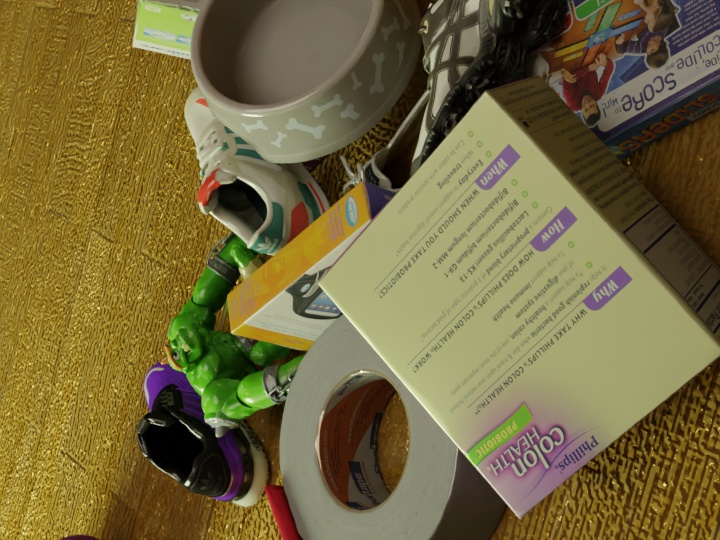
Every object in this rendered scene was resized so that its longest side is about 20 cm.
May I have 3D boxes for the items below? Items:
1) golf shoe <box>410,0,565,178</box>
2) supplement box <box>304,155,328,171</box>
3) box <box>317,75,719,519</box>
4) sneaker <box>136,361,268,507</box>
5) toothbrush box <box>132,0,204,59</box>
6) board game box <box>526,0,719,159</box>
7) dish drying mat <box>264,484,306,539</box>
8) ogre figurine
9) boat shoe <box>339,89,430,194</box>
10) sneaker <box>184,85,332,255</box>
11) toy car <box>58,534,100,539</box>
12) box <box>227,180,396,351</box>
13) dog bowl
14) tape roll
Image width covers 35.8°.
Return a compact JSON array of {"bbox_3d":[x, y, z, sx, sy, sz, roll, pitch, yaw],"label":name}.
[{"bbox_3d":[0.078,-0.142,0.798,0.094,0.077,0.202,26,92,52],"label":"golf shoe"},{"bbox_3d":[-0.065,-0.150,1.016,0.200,0.060,0.110,-40,54,36],"label":"supplement box"},{"bbox_3d":[0.106,0.014,0.700,0.200,0.096,0.176,49,121,10],"label":"box"},{"bbox_3d":[-0.170,0.140,1.039,0.200,0.099,0.070,39,108,45],"label":"sneaker"},{"bbox_3d":[-0.169,-0.301,1.089,0.200,0.085,0.148,179,100,-78],"label":"toothbrush box"},{"bbox_3d":[0.171,-0.148,0.769,0.199,0.034,0.137,-28,61,42],"label":"board game box"},{"bbox_3d":[-0.018,0.258,0.864,0.018,0.077,0.201,-37,54,16],"label":"dish drying mat"},{"bbox_3d":[-0.111,0.064,1.002,0.120,0.098,0.201,-44,65,10],"label":"ogre figurine"},{"bbox_3d":[0.023,-0.071,0.880,0.202,0.085,0.075,-49,49,29],"label":"boat shoe"},{"bbox_3d":[-0.107,-0.090,0.942,0.201,0.093,0.071,53,123,24],"label":"sneaker"},{"bbox_3d":[-0.306,0.343,1.130,0.199,0.175,0.151,-27,25,42],"label":"toy car"},{"bbox_3d":[0.000,0.000,0.865,0.199,0.118,0.042,-39,50,35],"label":"box"},{"bbox_3d":[-0.051,-0.190,0.908,0.197,0.059,0.203,-11,62,20],"label":"dog bowl"},{"bbox_3d":[0.023,0.131,0.852,0.199,0.066,0.204,-14,71,45],"label":"tape roll"}]
